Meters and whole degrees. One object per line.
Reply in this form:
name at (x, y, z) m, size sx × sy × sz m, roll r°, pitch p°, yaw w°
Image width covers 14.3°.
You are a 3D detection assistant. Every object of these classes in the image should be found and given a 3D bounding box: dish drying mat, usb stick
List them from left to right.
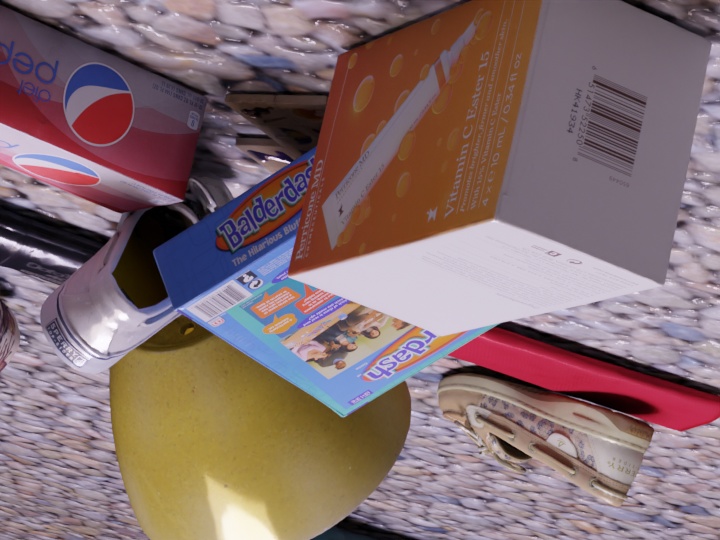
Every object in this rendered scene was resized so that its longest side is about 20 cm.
usb stick at (-0.195, -0.008, 1.917) m, size 0.199 × 0.033 × 0.055 m, roll 20°, pitch 156°, yaw -24°
dish drying mat at (0.147, 0.069, 1.941) m, size 0.199 × 0.018 × 0.077 m, roll 19°, pitch 165°, yaw -18°

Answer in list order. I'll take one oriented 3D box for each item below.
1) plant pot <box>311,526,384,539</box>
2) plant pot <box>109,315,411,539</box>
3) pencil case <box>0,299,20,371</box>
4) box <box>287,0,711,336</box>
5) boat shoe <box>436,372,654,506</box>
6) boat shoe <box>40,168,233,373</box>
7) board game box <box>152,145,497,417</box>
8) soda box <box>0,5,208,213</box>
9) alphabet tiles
plant pot at (0.000, 0.335, 2.709) m, size 0.195 × 0.202 × 0.200 m, roll 11°, pitch 167°, yaw -24°
plant pot at (-0.084, 0.067, 1.849) m, size 0.199 × 0.200 × 0.142 m, roll 3°, pitch 136°, yaw 33°
pencil case at (-0.307, 0.025, 2.037) m, size 0.089 × 0.078 × 0.200 m, roll -4°, pitch 163°, yaw 6°
box at (0.063, -0.051, 1.376) m, size 0.097 × 0.125 × 0.200 m, roll 20°, pitch 163°, yaw -25°
boat shoe at (0.119, 0.116, 2.007) m, size 0.073 × 0.063 × 0.200 m, roll 20°, pitch 175°, yaw -36°
boat shoe at (-0.105, -0.019, 1.622) m, size 0.086 × 0.202 × 0.075 m, roll -37°, pitch 94°, yaw 32°
board game box at (0.000, 0.000, 1.592) m, size 0.152 × 0.045 × 0.200 m, roll -31°, pitch 148°, yaw 14°
soda box at (-0.184, -0.095, 1.537) m, size 0.199 × 0.064 × 0.070 m, roll 22°, pitch 162°, yaw -33°
alphabet tiles at (0.014, -0.058, 1.614) m, size 0.166 × 0.008 × 0.200 m, roll 4°, pitch 162°, yaw 31°
